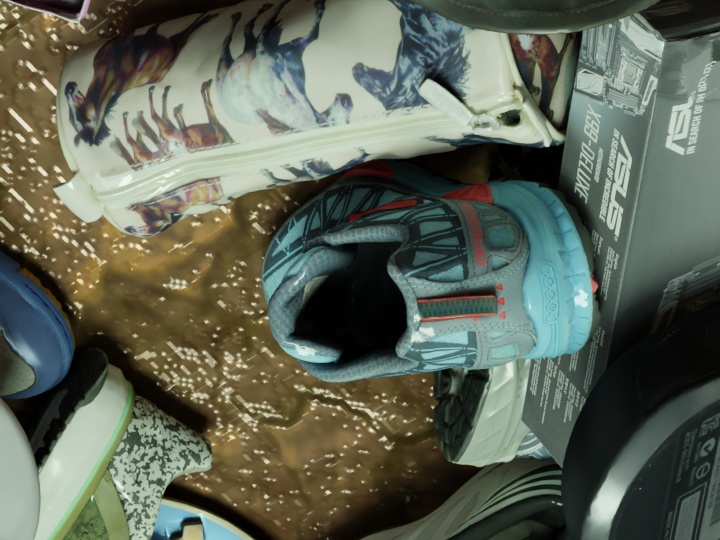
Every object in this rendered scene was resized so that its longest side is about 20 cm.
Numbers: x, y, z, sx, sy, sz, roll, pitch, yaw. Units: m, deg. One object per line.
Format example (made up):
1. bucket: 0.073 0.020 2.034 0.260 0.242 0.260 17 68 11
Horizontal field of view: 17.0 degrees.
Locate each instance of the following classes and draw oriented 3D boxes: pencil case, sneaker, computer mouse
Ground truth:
1. pencil case: -0.016 -0.066 0.899 0.199 0.090 0.078 -12 118 22
2. sneaker: 0.017 0.145 1.012 0.200 0.115 0.076 -42 84 16
3. sneaker: 0.094 -0.007 0.956 0.086 0.078 0.201 5 129 -20
4. sneaker: -0.218 0.018 0.999 0.199 0.088 0.075 22 124 -9
5. sneaker: -0.123 0.139 1.033 0.088 0.077 0.201 25 89 -17
6. sneaker: 0.000 0.000 0.903 0.095 0.200 0.080 -12 94 -29
7. computer mouse: 0.137 0.051 0.875 0.053 0.199 0.139 37 131 36

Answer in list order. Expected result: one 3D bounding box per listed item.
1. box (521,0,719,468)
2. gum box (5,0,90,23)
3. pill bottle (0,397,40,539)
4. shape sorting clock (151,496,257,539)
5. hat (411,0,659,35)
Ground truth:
1. box: 0.148 -0.026 0.887 0.157 0.050 0.201 -14 131 -25
2. gum box: -0.093 -0.190 0.767 0.066 0.114 0.201 16 99 -13
3. pill bottle: -0.217 0.110 1.006 0.114 0.114 0.200 33 152 -15
4. shape sorting clock: -0.110 0.199 1.085 0.199 0.039 0.201 0 92 -9
5. hat: 0.052 -0.166 0.821 0.199 0.202 0.081 -1 170 7
